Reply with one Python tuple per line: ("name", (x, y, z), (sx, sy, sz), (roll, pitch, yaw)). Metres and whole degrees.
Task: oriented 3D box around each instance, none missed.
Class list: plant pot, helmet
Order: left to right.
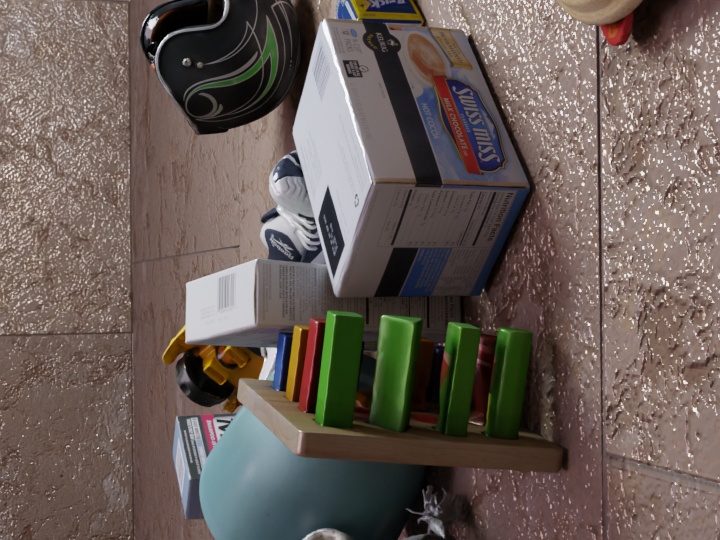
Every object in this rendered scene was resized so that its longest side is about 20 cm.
("helmet", (-0.166, -0.283, 1.548), (0.200, 0.191, 0.200), (57, 178, 3))
("plant pot", (-0.029, 0.170, 1.142), (0.201, 0.200, 0.161), (-107, 34, -42))

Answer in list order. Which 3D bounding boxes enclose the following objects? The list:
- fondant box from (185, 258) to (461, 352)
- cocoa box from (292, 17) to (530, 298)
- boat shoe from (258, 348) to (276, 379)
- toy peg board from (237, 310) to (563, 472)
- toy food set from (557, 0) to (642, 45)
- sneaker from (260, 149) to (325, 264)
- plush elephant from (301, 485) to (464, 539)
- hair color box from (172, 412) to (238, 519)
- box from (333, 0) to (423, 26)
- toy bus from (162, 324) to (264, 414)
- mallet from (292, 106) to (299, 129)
("fondant box", (-0.034, 0.034, 1.077), (0.144, 0.200, 0.058), (-15, 72, 57))
("cocoa box", (0.035, -0.092, 1.016), (0.133, 0.131, 0.200), (109, 154, -45))
("boat shoe", (-0.083, 0.058, 1.295), (0.071, 0.069, 0.200), (-48, 16, 45))
("toy peg board", (0.028, 0.078, 0.945), (0.199, 0.200, 0.098), (-161, 78, -71))
("toy food set", (0.158, -0.246, 0.765), (0.200, 0.049, 0.198), (142, 125, -68))
("sneaker", (-0.054, -0.045, 1.161), (0.130, 0.199, 0.080), (-43, 81, 20))
("plush elephant", (0.018, 0.289, 1.030), (0.155, 0.165, 0.200), (-47, 16, 33))
("hair color box", (-0.090, 0.200, 1.298), (0.099, 0.200, 0.061), (-115, 29, -52))
("box", (0.001, -0.179, 1.221), (0.064, 0.070, 0.200), (-112, 27, -44))
("toy bus", (-0.102, 0.090, 1.433), (0.136, 0.200, 0.192), (-41, 13, 28))
("mallet", (-0.032, -0.119, 1.392), (0.066, 0.041, 0.200), (114, 145, -48))
